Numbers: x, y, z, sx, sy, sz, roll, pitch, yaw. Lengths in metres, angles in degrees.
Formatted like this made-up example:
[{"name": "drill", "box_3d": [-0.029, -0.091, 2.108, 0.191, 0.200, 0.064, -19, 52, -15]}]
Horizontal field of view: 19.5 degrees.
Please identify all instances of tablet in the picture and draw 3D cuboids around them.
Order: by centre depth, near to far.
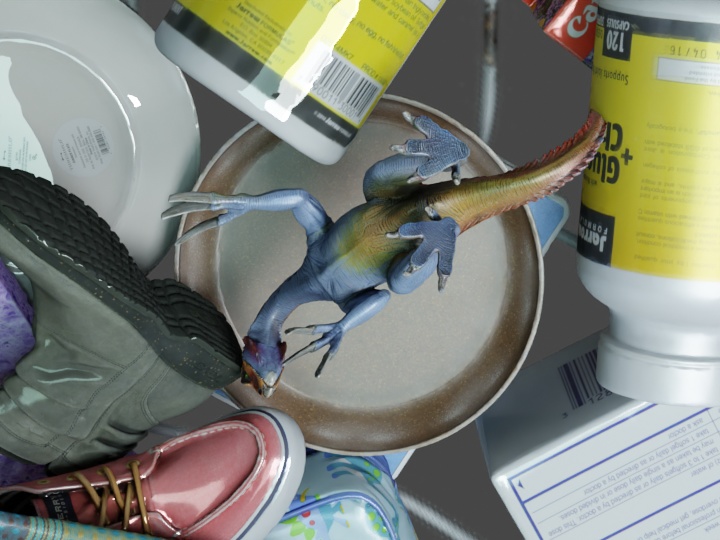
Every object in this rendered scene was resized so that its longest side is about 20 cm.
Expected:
[{"name": "tablet", "box_3d": [0.013, 0.014, 1.165, 0.130, 0.014, 0.201, 29, 107, -14]}]

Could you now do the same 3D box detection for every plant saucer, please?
[{"name": "plant saucer", "box_3d": [0.000, 0.000, 1.128, 0.198, 0.032, 0.202, 2, 106, 7]}]

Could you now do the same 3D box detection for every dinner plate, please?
[{"name": "dinner plate", "box_3d": [-0.185, -0.062, 1.119, 0.198, 0.024, 0.202, -2, 111, -4]}]

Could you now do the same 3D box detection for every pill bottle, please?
[{"name": "pill bottle", "box_3d": [-0.004, -0.164, 1.034, 0.114, 0.114, 0.201, 34, 93, -15]}, {"name": "pill bottle", "box_3d": [0.165, -0.040, 1.036, 0.111, 0.112, 0.202, 3, 101, -5]}]

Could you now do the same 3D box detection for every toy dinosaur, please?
[{"name": "toy dinosaur", "box_3d": [0.007, 0.004, 1.037, 0.198, 0.182, 0.106, -4, 72, -18]}]

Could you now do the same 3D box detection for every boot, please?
[{"name": "boot", "box_3d": [-0.158, 0.042, 1.067, 0.130, 0.068, 0.200, -38, 134, 11]}]

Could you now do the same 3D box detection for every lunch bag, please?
[{"name": "lunch bag", "box_3d": [-0.034, 0.203, 1.192, 0.160, 0.083, 0.201, -20, 115, 5]}]

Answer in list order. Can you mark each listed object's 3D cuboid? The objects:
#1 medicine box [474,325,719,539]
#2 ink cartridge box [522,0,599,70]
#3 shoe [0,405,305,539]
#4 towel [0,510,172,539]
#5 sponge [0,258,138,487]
[{"name": "medicine box", "box_3d": [0.188, 0.130, 1.173, 0.181, 0.103, 0.201, -27, 111, 6]}, {"name": "ink cartridge box", "box_3d": [0.150, -0.152, 1.092, 0.199, 0.050, 0.109, 35, 105, -16]}, {"name": "shoe", "box_3d": [-0.126, 0.131, 1.090, 0.199, 0.072, 0.091, -33, 152, 21]}, {"name": "towel", "box_3d": [-0.143, 0.180, 1.077, 0.199, 0.022, 0.147, 17, 127, -35]}, {"name": "sponge", "box_3d": [-0.208, 0.077, 1.152, 0.111, 0.030, 0.201, -27, 117, 8]}]
